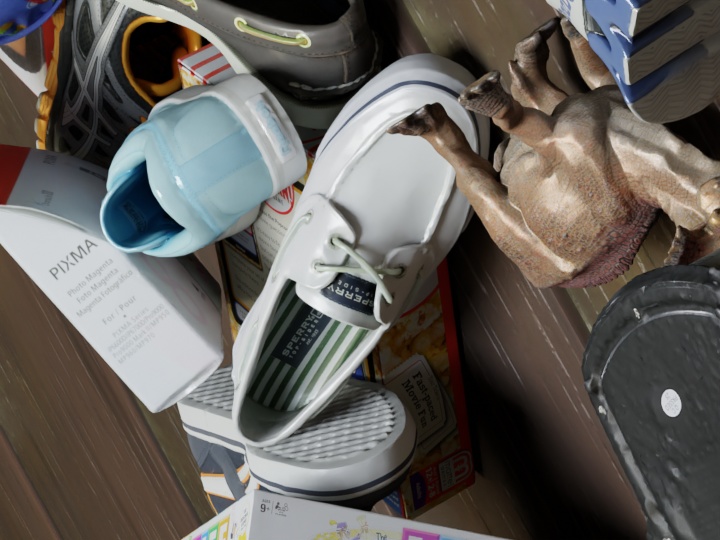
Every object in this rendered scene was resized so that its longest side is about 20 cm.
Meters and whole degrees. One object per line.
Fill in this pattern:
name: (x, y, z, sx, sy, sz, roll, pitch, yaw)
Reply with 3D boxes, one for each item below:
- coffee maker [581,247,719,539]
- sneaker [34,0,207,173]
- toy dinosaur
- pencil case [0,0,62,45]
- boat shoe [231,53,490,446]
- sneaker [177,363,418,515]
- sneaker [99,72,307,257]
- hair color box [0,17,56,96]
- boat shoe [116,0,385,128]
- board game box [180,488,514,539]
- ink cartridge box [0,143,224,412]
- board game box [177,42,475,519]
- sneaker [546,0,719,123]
coffee maker: (0.191, 0.050, 0.809, 0.135, 0.200, 0.193, 15, 126, 61)
sneaker: (-0.115, -0.089, 1.422, 0.077, 0.078, 0.200, 39, 146, 32)
toy dinosaur: (0.089, -0.025, 1.084, 0.136, 0.086, 0.200, 57, 162, -5)
pencil case: (-0.217, -0.194, 1.395, 0.087, 0.078, 0.200, -52, 53, 29)
boat shoe: (0.000, 0.000, 1.220, 0.073, 0.067, 0.200, 21, 126, -7)
sneaker: (-0.021, 0.095, 1.314, 0.200, 0.078, 0.080, 19, 129, 67)
sneaker: (-0.090, -0.040, 1.286, 0.074, 0.082, 0.200, 60, 163, 2)
hair color box: (-0.198, -0.188, 1.497, 0.200, 0.061, 0.102, 43, 149, 34)
boat shoe: (-0.066, -0.143, 1.275, 0.201, 0.072, 0.061, 38, 150, 29)
board game box: (0.025, 0.145, 1.265, 0.134, 0.199, 0.034, 141, 139, -65)
ink cartridge box: (-0.145, -0.034, 1.347, 0.200, 0.057, 0.163, 53, -175, -12)
board game box: (-0.016, 0.001, 1.352, 0.151, 0.046, 0.200, 37, 145, 44)
sneaker: (0.076, -0.153, 0.970, 0.115, 0.080, 0.200, 39, 149, 37)
